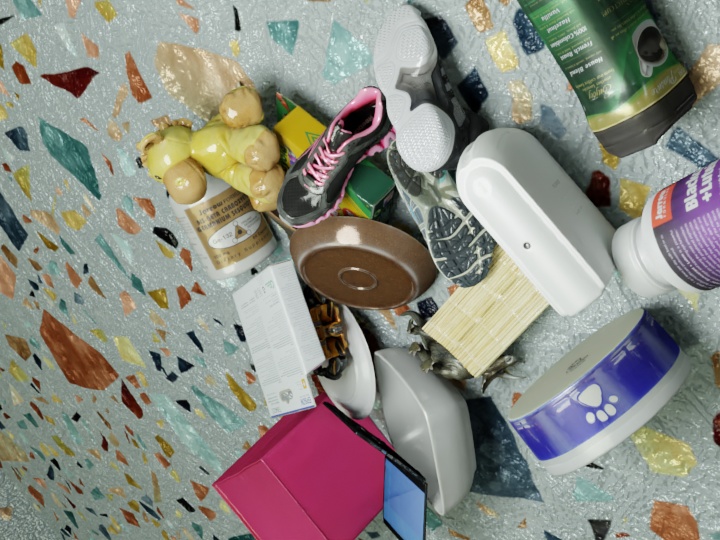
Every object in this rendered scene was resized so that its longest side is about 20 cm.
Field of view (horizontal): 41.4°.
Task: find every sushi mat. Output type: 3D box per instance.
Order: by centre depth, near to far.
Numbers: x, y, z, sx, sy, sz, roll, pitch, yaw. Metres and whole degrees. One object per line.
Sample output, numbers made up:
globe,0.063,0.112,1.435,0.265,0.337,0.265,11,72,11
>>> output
sushi mat,0.169,0.037,1.163,0.096,0.012,0.200,44,117,9

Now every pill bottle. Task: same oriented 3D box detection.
pill bottle,0.343,-0.044,0.916,0.112,0.111,0.200,53,140,-4
pill bottle,-0.213,-0.097,1.390,0.114,0.114,0.200,-8,114,46

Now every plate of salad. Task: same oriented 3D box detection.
plate of salad,-0.024,0.126,1.432,0.200,0.048,0.201,37,135,49

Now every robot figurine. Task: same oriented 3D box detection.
robot figurine,-0.083,0.095,1.406,0.200,0.058,0.145,-15,90,63

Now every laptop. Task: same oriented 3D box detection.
laptop,0.017,0.300,1.370,0.200,0.103,0.177,38,174,-18

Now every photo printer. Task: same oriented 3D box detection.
photo printer,0.187,-0.063,1.008,0.069,0.166,0.200,-41,89,29

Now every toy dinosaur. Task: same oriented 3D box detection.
toy dinosaur,0.114,0.114,1.279,0.102,0.077,0.200,36,168,-38

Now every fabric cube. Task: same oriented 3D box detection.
fabric cube,-0.079,0.339,1.542,0.196,0.199,0.200,51,141,-3

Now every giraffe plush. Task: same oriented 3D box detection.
giraffe plush,-0.203,-0.152,1.241,0.173,0.162,0.200,84,162,-48

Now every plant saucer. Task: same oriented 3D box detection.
plant saucer,0.000,0.000,1.256,0.200,0.035,0.200,9,150,5

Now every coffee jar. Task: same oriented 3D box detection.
coffee jar,0.232,-0.211,0.895,0.085,0.104,0.200,-21,104,52

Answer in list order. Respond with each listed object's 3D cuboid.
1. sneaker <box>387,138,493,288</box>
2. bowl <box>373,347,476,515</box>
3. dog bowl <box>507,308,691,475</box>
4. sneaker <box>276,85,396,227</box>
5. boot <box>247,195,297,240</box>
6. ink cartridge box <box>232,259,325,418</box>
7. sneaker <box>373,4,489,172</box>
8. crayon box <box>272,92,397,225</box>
sneaker,0.097,-0.075,1.152,0.200,0.077,0.086,64,179,-6
bowl,0.095,0.212,1.335,0.200,0.074,0.201,-134,27,-57
dog bowl,0.263,0.133,1.061,0.079,0.200,0.200,50,141,3
sneaker,-0.032,-0.139,1.120,0.079,0.200,0.095,39,178,11
boot,-0.088,-0.047,1.344,0.200,0.075,0.097,34,135,16
ink cartridge box,-0.112,0.102,1.354,0.196,0.043,0.201,-28,80,64
sneaker,0.081,-0.194,1.071,0.075,0.114,0.201,-23,69,33
crayon box,-0.048,-0.127,1.236,0.200,0.051,0.127,39,159,14
